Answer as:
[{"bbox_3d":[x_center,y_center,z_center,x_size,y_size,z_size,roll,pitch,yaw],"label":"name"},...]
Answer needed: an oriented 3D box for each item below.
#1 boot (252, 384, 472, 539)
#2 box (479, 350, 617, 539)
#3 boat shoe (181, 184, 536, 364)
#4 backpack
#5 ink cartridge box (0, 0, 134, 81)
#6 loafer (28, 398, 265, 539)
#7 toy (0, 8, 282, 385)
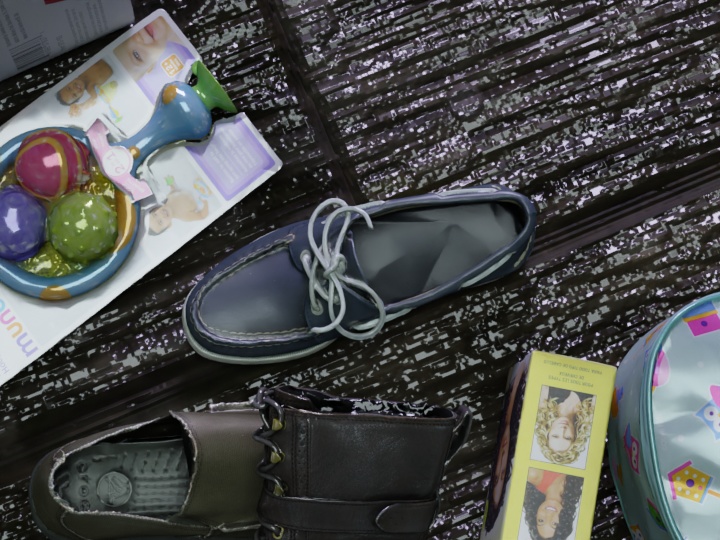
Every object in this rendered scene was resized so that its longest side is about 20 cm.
[{"bbox_3d":[-0.044,0.142,0.966,0.198,0.069,0.176,-2,104,-13],"label":"boot"},{"bbox_3d":[0.089,0.148,0.999,0.050,0.075,0.202,10,78,-3],"label":"box"},{"bbox_3d":[0.000,0.000,1.027,0.198,0.062,0.076,-12,82,-5],"label":"boat shoe"},{"bbox_3d":[0.230,0.085,0.979,0.198,0.153,0.178,-11,84,-3],"label":"backpack"},{"bbox_3d":[-0.227,-0.145,1.000,0.198,0.145,0.084,-25,82,-7],"label":"ink cartridge box"},{"bbox_3d":[-0.076,0.108,0.998,0.198,0.070,0.076,-11,80,-5],"label":"loafer"},{"bbox_3d":[-0.154,-0.045,1.035,0.199,0.047,0.115,-37,82,-9],"label":"toy"}]
